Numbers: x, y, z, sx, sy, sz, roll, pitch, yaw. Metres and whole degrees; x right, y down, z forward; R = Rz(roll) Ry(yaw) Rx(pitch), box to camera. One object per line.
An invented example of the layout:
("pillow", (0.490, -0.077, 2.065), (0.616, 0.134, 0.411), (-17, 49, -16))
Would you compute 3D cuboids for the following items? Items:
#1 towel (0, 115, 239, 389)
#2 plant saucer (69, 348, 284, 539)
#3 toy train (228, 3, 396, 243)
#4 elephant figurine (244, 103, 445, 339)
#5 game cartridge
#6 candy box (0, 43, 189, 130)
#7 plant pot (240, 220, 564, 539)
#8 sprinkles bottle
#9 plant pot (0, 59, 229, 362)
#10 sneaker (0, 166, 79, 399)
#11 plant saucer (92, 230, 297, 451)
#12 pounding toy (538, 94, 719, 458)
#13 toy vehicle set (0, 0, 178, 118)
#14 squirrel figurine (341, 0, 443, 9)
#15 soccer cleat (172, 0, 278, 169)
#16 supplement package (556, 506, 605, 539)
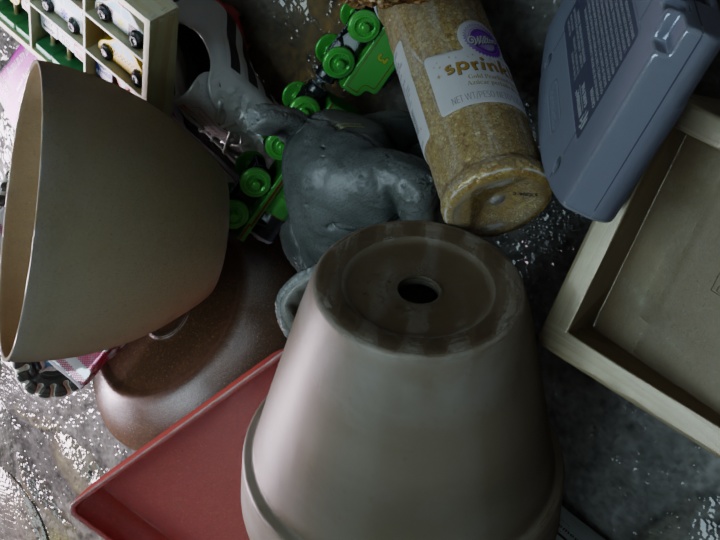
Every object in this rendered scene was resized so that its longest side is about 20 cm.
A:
("towel", (-0.196, -0.031, 0.976), (0.146, 0.030, 0.200), (42, 88, 10))
("plant saucer", (-0.073, 0.157, 0.940), (0.199, 0.200, 0.037), (-36, 37, 9))
("toy train", (-0.033, -0.100, 0.899), (0.200, 0.056, 0.042), (-54, 26, 17))
("elephant figurine", (0.000, 0.000, 0.875), (0.155, 0.141, 0.200), (31, 119, 25))
("game cartridge", (0.140, -0.119, 0.708), (0.041, 0.200, 0.133), (23, 126, -12))
("candy box", (-0.212, -0.109, 1.067), (0.136, 0.061, 0.200), (-35, 81, 42))
("plant pot", (0.029, 0.073, 0.751), (0.200, 0.200, 0.174), (30, 136, 29))
("sprinkles bottle", (0.058, -0.117, 0.789), (0.068, 0.068, 0.200), (-45, 47, 38))
("plant pot", (-0.165, -0.033, 0.881), (0.200, 0.134, 0.201), (-174, 90, -69))
("sneaker", (-0.262, 0.001, 1.052), (0.090, 0.078, 0.201), (-176, 87, -71))
("plant saucer", (-0.136, 0.040, 0.986), (0.200, 0.037, 0.201), (-19, 52, 26))
("pounding toy", (0.233, 0.028, 0.718), (0.200, 0.142, 0.184), (33, 111, 28))
("toy vehicle set", (-0.209, -0.191, 0.936), (0.200, 0.026, 0.124), (40, 145, 21))
("squirrel figurine", (0.039, -0.225, 0.759), (0.186, 0.142, 0.200), (27, 76, 12))
("soccer cleat", (-0.091, -0.113, 0.952), (0.069, 0.085, 0.200), (-34, 81, 40))
("supplement package", (0.042, 0.251, 0.871), (0.147, 0.200, 0.191), (38, 124, 18))
